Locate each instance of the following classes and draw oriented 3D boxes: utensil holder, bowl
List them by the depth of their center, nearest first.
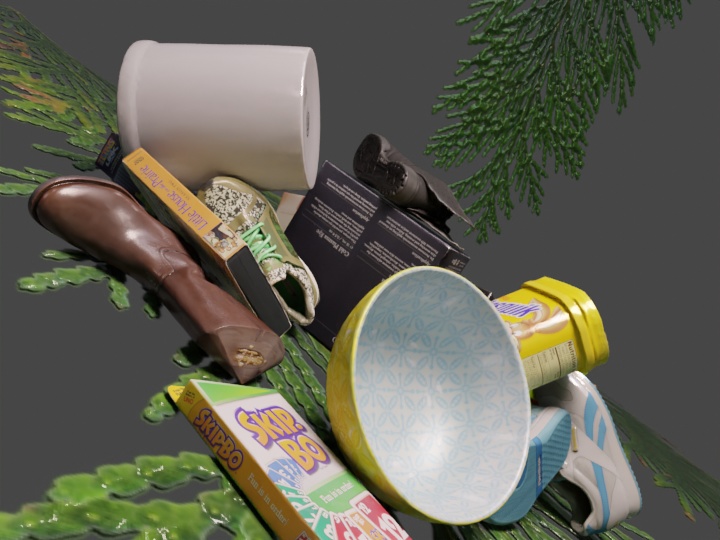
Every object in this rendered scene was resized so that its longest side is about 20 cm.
[{"bbox_3d":[0.039,0.107,0.581,0.199,0.203,0.107,29,-33,-30],"label":"bowl"},{"bbox_3d":[-0.152,-0.173,0.800,0.196,0.173,0.170,2,8,3],"label":"utensil holder"}]

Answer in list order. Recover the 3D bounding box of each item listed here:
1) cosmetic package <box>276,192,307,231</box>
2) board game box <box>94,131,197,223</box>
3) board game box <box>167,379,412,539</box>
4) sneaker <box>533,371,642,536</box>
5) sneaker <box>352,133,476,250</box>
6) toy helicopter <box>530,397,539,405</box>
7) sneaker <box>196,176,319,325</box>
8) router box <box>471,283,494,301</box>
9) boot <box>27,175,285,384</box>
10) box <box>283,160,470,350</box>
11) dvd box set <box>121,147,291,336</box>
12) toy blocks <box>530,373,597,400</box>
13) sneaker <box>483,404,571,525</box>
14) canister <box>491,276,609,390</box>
[{"bbox_3d":[-0.051,-0.068,1.207,0.198,0.089,0.103,17,-6,39],"label":"cosmetic package"},{"bbox_3d":[-0.244,-0.106,0.978,0.164,0.057,0.199,36,8,28],"label":"board game box"},{"bbox_3d":[-0.044,0.135,0.462,0.199,0.030,0.095,37,8,34],"label":"board game box"},{"bbox_3d":[0.240,0.195,0.789,0.203,0.080,0.077,66,-22,13],"label":"sneaker"},{"bbox_3d":[0.063,-0.102,0.865,0.103,0.060,0.200,28,15,-29],"label":"sneaker"},{"bbox_3d":[0.169,0.187,0.926,0.131,0.080,0.200,26,-5,15],"label":"toy helicopter"},{"bbox_3d":[-0.102,-0.018,0.762,0.201,0.077,0.089,53,-4,-24],"label":"sneaker"},{"bbox_3d":[0.107,0.056,0.968,0.198,0.051,0.150,25,-23,39],"label":"router box"},{"bbox_3d":[-0.166,0.010,0.588,0.200,0.065,0.186,44,11,35],"label":"boot"},{"bbox_3d":[0.000,0.000,0.871,0.199,0.184,0.104,37,8,21],"label":"box"},{"bbox_3d":[-0.159,-0.027,0.720,0.199,0.029,0.147,39,-18,34],"label":"dvd box set"},{"bbox_3d":[0.275,0.215,0.962,0.200,0.099,0.139,10,-61,71],"label":"toy blocks"},{"bbox_3d":[0.124,0.186,0.715,0.129,0.081,0.199,8,11,36],"label":"sneaker"},{"bbox_3d":[0.142,0.087,0.756,0.149,0.197,0.088,-140,-150,-77],"label":"canister"}]
